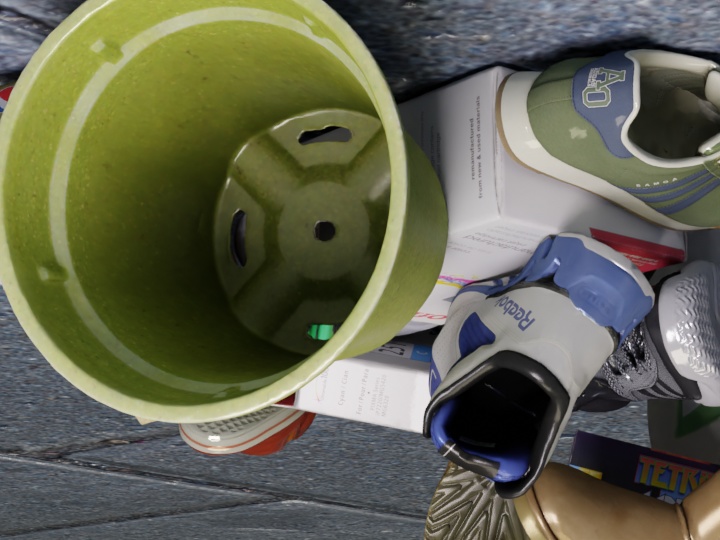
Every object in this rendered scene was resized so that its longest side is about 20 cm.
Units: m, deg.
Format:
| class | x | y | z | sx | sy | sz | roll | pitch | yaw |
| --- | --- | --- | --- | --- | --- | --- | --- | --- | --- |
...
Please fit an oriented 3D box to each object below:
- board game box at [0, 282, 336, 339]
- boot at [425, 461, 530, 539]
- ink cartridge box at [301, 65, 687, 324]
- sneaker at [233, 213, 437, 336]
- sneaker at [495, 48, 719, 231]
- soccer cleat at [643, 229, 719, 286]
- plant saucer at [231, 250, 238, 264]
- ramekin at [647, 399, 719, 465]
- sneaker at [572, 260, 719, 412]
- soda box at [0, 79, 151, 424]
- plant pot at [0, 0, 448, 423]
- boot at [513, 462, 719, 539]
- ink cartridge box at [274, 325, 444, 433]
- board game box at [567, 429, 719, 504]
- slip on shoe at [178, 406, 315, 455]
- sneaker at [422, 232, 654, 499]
| class | x | y | z | sx | sy | sz | roll | pitch | yaw |
| --- | --- | --- | --- | --- | --- | --- | --- | --- | --- |
| board game box | -0.140 | 0.018 | 1.319 | 0.199 | 0.026 | 0.200 | 17 | 166 | -30 |
| boot | 0.090 | 0.100 | 1.416 | 0.066 | 0.176 | 0.200 | 21 | -172 | -2 |
| ink cartridge box | 0.058 | -0.034 | 1.207 | 0.147 | 0.086 | 0.199 | 10 | 161 | -39 |
| sneaker | 0.000 | 0.000 | 1.364 | 0.199 | 0.076 | 0.115 | 4 | 164 | -28 |
| sneaker | 0.167 | -0.066 | 1.112 | 0.199 | 0.068 | 0.090 | 13 | 163 | -39 |
| soccer cleat | 0.180 | 0.009 | 1.382 | 0.068 | 0.086 | 0.200 | 6 | 165 | -23 |
| plant saucer | -0.167 | -0.030 | 1.283 | 0.198 | 0.037 | 0.200 | 7 | 167 | 5 |
| ramekin | 0.259 | 0.066 | 1.396 | 0.097 | 0.202 | 0.200 | 12 | 164 | -15 |
| sneaker | 0.147 | 0.043 | 1.209 | 0.113 | 0.076 | 0.200 | -7 | 172 | 12 |
| soda box | -0.128 | -0.011 | 1.146 | 0.067 | 0.064 | 0.200 | -17 | 134 | 15 |
| plant pot | -0.046 | -0.027 | 1.046 | 0.199 | 0.202 | 0.184 | -4 | 174 | 18 |
| boot | 0.205 | 0.111 | 1.204 | 0.200 | 0.066 | 0.175 | -38 | 127 | 21 |
| ink cartridge box | -0.026 | 0.050 | 1.469 | 0.175 | 0.045 | 0.200 | 9 | -168 | 3 |
| board game box | 0.199 | 0.178 | 1.371 | 0.164 | 0.057 | 0.200 | 15 | 154 | 7 |
| slip on shoe | -0.068 | 0.097 | 1.475 | 0.074 | 0.062 | 0.200 | 12 | -169 | 12 |
| sneaker | 0.067 | 0.062 | 1.144 | 0.080 | 0.115 | 0.199 | 38 | 154 | -1 |
